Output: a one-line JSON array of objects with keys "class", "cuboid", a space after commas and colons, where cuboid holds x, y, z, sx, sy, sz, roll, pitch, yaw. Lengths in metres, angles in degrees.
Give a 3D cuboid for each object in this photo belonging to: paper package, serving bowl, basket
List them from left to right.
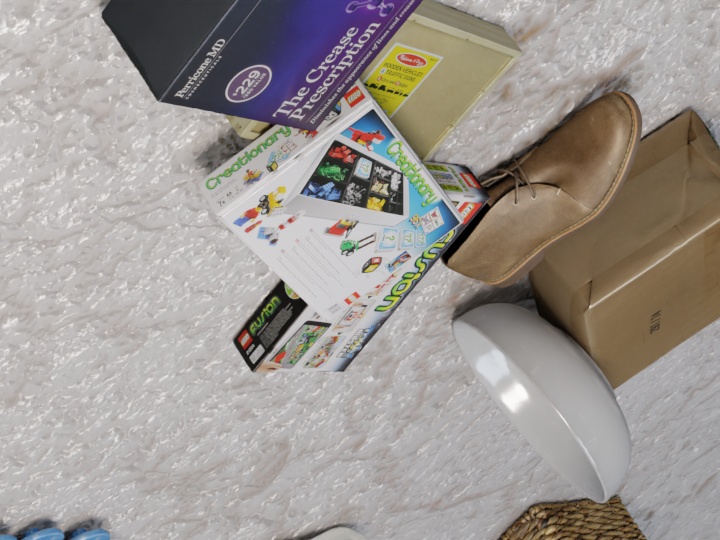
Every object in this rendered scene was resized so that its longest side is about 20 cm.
[{"class": "serving bowl", "cuboid": [0.166, 0.101, 1.653, 0.066, 0.200, 0.200, -40, 154, -9]}, {"class": "basket", "cuboid": [0.245, 0.359, 2.201, 0.199, 0.149, 0.143, 3, 134, -52]}, {"class": "paper package", "cuboid": [0.243, -0.011, 1.660, 0.190, 0.104, 0.200, -33, 152, -5]}]

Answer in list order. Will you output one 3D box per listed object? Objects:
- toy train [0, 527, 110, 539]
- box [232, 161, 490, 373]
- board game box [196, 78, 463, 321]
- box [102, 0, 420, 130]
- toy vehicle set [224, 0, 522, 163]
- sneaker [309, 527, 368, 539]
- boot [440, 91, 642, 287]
[{"class": "toy train", "cuboid": [-0.268, 0.262, 1.541, 0.114, 0.087, 0.200, -38, 156, 26]}, {"class": "box", "cuboid": [0.000, 0.000, 1.475, 0.110, 0.035, 0.200, 3, 134, -51]}, {"class": "board game box", "cuboid": [-0.015, -0.046, 1.318, 0.126, 0.035, 0.200, -36, 150, 4]}, {"class": "box", "cuboid": [-0.028, -0.182, 1.094, 0.141, 0.079, 0.200, 8, 130, -50]}, {"class": "toy vehicle set", "cuboid": [0.011, -0.127, 1.294, 0.124, 0.027, 0.199, -47, 151, 22]}, {"class": "sneaker", "cuboid": [-0.081, 0.329, 1.853, 0.199, 0.081, 0.147, -14, 142, -46]}, {"class": "boot", "cuboid": [0.137, -0.063, 1.501, 0.075, 0.074, 0.200, 13, 129, -43]}]
